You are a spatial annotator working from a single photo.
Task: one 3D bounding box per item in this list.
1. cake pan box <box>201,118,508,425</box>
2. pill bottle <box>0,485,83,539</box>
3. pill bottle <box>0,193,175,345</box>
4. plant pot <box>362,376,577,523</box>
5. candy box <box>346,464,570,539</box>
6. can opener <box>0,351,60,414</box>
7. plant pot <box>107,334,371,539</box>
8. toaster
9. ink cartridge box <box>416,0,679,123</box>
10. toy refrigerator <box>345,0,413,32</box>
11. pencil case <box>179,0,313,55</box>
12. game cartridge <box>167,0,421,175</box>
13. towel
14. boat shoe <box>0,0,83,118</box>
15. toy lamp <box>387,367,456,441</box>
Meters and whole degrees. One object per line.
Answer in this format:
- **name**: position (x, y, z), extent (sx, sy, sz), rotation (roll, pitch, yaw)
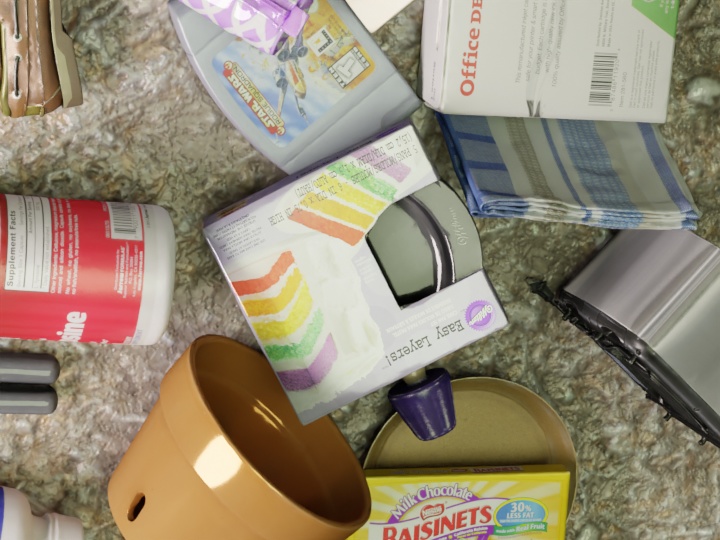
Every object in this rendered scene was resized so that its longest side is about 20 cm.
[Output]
- **cake pan box**: position (0.000, 0.000, 1.659), extent (0.199, 0.052, 0.185), rotation (-25, 101, 4)
- **pill bottle**: position (-0.327, 0.222, 1.652), extent (0.199, 0.112, 0.113), rotation (11, 101, -18)
- **pill bottle**: position (-0.251, -0.002, 1.615), extent (0.199, 0.112, 0.113), rotation (4, 103, -15)
- **plant pot**: position (0.091, 0.185, 1.802), extent (0.199, 0.027, 0.201), rotation (-4, 105, -15)
- **candy box**: position (0.081, 0.220, 1.780), extent (0.199, 0.026, 0.103), rotation (0, 101, -15)
- **can opener**: position (-0.337, 0.093, 1.640), extent (0.199, 0.067, 0.054), rotation (3, 104, -15)
- **plant pot**: position (-0.108, 0.172, 1.667), extent (0.200, 0.200, 0.140), rotation (39, 107, -20)
- **toaster**: position (0.271, 0.052, 1.738), extent (0.200, 0.181, 0.119), rotation (43, 87, -21)
- **ink cartridge box**: position (0.152, -0.201, 1.688), extent (0.199, 0.084, 0.147), rotation (2, 103, -15)
- **toy refrigerator**: position (-0.018, -0.288, 1.589), extent (0.070, 0.076, 0.200), rotation (-35, 95, 41)
- **pencil case**: position (-0.124, -0.244, 1.578), extent (0.199, 0.086, 0.084), rotation (30, 93, -3)
- **game cartridge**: position (-0.057, -0.167, 1.667), extent (0.133, 0.042, 0.200), rotation (-42, 111, -6)
- **towel**: position (0.169, -0.089, 1.692), extent (0.199, 0.147, 0.024), rotation (3, 131, -18)
- **boat shoe**: position (-0.265, -0.213, 1.579), extent (0.068, 0.072, 0.201), rotation (-15, 107, -12)
- **toy lamp**: position (0.026, 0.046, 1.719), extent (0.058, 0.058, 0.201), rotation (-26, 100, -7)
